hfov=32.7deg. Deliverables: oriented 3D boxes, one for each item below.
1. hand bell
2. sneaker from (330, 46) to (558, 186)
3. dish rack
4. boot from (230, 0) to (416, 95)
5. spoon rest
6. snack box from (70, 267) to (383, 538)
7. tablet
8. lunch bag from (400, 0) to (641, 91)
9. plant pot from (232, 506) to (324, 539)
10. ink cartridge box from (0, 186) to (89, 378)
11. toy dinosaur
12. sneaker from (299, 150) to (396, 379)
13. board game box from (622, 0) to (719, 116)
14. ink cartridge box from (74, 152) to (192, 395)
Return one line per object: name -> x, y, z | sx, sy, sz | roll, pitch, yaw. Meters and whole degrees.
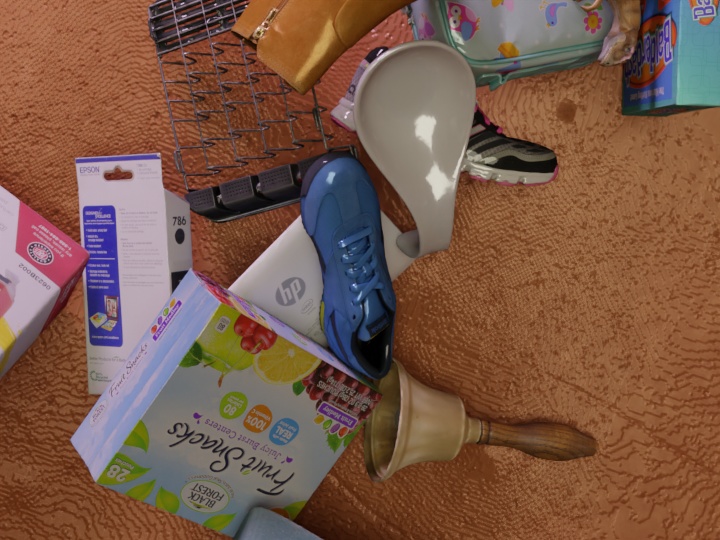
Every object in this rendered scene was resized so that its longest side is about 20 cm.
hand bell -> 0.111, 0.138, 1.052 | 0.197, 0.104, 0.106 | 8, 94, -15
sneaker -> 0.078, -0.131, 1.024 | 0.197, 0.074, 0.089 | 19, 99, 2
dish rack -> -0.095, -0.151, 1.010 | 0.151, 0.054, 0.203 | -13, 89, 20
boot -> 0.000, -0.188, 0.897 | 0.200, 0.071, 0.145 | 32, 89, 39
spoon rest -> 0.047, -0.087, 0.954 | 0.098, 0.061, 0.202 | -18, 132, -10
snack box -> -0.103, 0.118, 0.989 | 0.199, 0.068, 0.169 | 34, 94, -40
tablet -> -0.050, 0.024, 1.023 | 0.200, 0.014, 0.130 | -45, 136, 1
lunch bag -> 0.124, -0.230, 0.988 | 0.197, 0.077, 0.163 | -13, 91, -22
plant pot -> -0.063, 0.353, 0.957 | 0.195, 0.201, 0.197 | 29, 126, -3
ink cartridge box -> -0.330, 0.025, 0.962 | 0.145, 0.201, 0.083 | 37, 135, -5
toy dinosaur -> 0.202, -0.259, 0.925 | 0.105, 0.061, 0.202 | 16, 120, 8
sneaker -> 0.000, 0.000, 0.976 | 0.065, 0.079, 0.202 | -21, 130, -18
board game box -> 0.253, -0.229, 0.983 | 0.044, 0.152, 0.203 | 0, 93, -4
ink cartridge box -> -0.186, 0.004, 1.024 | 0.098, 0.039, 0.203 | 2, 97, 32
